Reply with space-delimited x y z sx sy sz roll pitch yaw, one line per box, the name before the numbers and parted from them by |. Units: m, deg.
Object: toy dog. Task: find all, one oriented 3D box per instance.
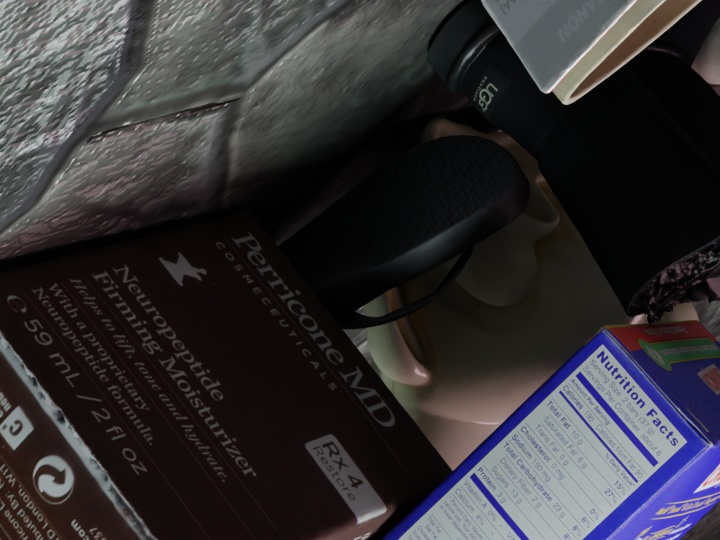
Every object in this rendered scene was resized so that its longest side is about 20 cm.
toy dog | 0.072 0.038 1.456 0.200 0.194 0.140 -57 166 31

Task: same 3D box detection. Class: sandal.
sandal | 0.000 0.000 1.358 0.200 0.043 0.076 -30 -146 27

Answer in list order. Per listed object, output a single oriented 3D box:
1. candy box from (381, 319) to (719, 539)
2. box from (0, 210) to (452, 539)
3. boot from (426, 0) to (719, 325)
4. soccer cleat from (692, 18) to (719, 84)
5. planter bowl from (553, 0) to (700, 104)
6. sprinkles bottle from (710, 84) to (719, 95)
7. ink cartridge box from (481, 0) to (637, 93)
candy box | 0.085 0.114 1.298 0.200 0.077 0.169 -44 165 14
box | -0.104 0.098 1.264 0.164 0.166 0.200 -48 163 32
boot | 0.148 -0.072 1.324 0.200 0.168 0.076 -26 160 -37
soccer cleat | 0.226 -0.173 1.414 0.200 0.069 0.078 -43 161 -6
planter bowl | 0.099 -0.170 0.956 0.200 0.135 0.200 -41 177 -3
sprinkles bottle | 0.189 -0.035 1.465 0.068 0.200 0.068 -34 165 -10
ink cartridge box | 0.078 -0.179 0.835 0.044 0.174 0.200 -6 146 -51
